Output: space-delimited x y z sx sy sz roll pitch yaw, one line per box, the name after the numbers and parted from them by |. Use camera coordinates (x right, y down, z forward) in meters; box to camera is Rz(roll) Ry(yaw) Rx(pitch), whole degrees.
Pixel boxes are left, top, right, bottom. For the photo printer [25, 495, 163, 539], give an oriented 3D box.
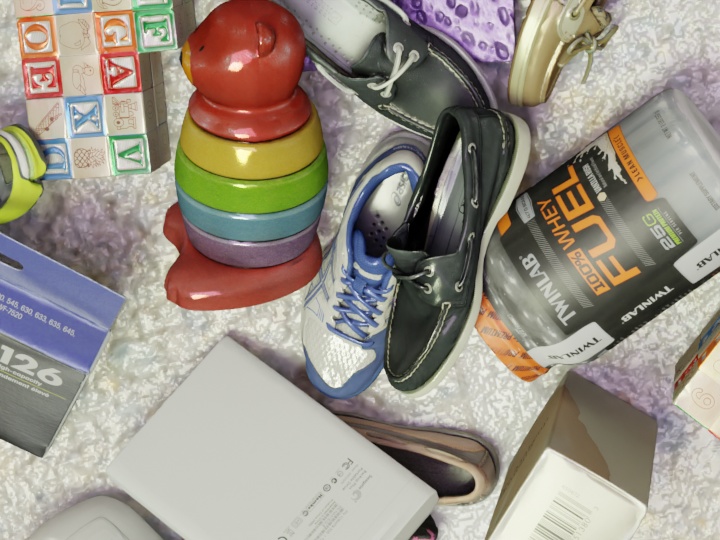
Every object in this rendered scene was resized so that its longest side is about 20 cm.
-0.173 0.268 1.627 0.200 0.166 0.069 45 133 -2 | photo printer

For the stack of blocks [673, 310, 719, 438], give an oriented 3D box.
0.292 0.016 1.518 0.058 0.115 0.200 37 104 1 | stack of blocks

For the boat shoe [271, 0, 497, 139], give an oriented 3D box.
0.005 -0.149 1.537 0.199 0.060 0.076 34 106 0 | boat shoe

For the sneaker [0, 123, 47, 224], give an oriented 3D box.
-0.309 -0.036 1.608 0.200 0.081 0.074 -42 68 33 | sneaker

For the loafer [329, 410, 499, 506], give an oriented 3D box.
-0.002 0.139 1.622 0.199 0.063 0.072 1 95 8 | loafer

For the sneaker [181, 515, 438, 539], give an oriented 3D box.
-0.041 0.229 1.628 0.199 0.080 0.087 -4 109 -3 | sneaker

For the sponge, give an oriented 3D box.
0.009 -0.196 1.573 0.199 0.030 0.112 -2 102 8 | sponge

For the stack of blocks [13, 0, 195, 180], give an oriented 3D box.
-0.177 -0.169 1.593 0.114 0.059 0.201 -3 101 10 | stack of blocks

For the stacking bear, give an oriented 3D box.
-0.077 -0.089 1.531 0.113 0.122 0.201 -1 125 -5 | stacking bear

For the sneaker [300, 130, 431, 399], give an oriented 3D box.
0.000 0.000 1.584 0.075 0.088 0.201 17 104 4 | sneaker

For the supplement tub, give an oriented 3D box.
0.166 -0.019 1.535 0.200 0.123 0.123 -37 93 14 | supplement tub

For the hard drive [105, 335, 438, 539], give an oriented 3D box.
-0.063 0.150 1.587 0.200 0.027 0.132 35 73 24 | hard drive

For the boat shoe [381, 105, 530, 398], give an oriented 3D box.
0.048 -0.016 1.504 0.066 0.074 0.200 19 97 -40 | boat shoe

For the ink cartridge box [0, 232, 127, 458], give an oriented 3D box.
-0.280 0.037 1.586 0.197 0.047 0.200 27 147 -5 | ink cartridge box

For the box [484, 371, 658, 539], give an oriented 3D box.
0.143 0.146 1.531 0.077 0.200 0.095 31 103 2 | box

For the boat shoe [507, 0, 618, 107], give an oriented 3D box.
0.158 -0.195 1.527 0.062 0.073 0.201 26 103 6 | boat shoe
